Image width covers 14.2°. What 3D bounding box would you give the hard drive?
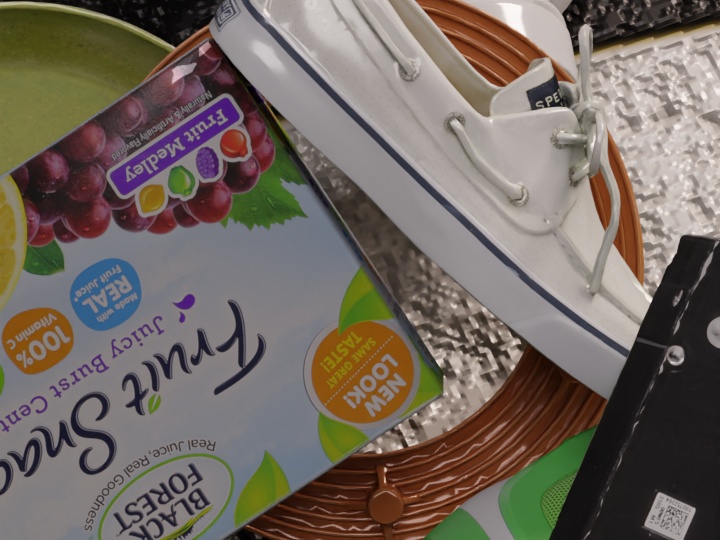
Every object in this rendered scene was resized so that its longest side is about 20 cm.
[{"bbox_3d":[0.127,0.106,0.928,0.139,0.038,0.201,24,87,-14],"label":"hard drive"}]

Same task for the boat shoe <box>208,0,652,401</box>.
[{"bbox_3d":[0.051,-0.043,0.950,0.202,0.075,0.086,43,102,-4],"label":"boat shoe"}]

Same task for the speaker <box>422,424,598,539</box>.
[{"bbox_3d":[0.125,0.083,0.989,0.199,0.089,0.089,-24,66,-11],"label":"speaker"}]

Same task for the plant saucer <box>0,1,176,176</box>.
[{"bbox_3d":[-0.120,0.006,1.025,0.199,0.031,0.201,1,86,-9],"label":"plant saucer"}]

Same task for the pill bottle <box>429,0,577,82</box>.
[{"bbox_3d":[0.023,-0.144,1.087,0.111,0.111,0.201,-9,64,-4],"label":"pill bottle"}]

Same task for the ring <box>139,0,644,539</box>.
[{"bbox_3d":[0.000,0.000,1.002,0.200,0.019,0.201,0,93,-1],"label":"ring"}]

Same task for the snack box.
[{"bbox_3d":[-0.092,0.035,0.968,0.200,0.053,0.142,-34,93,4],"label":"snack box"}]
